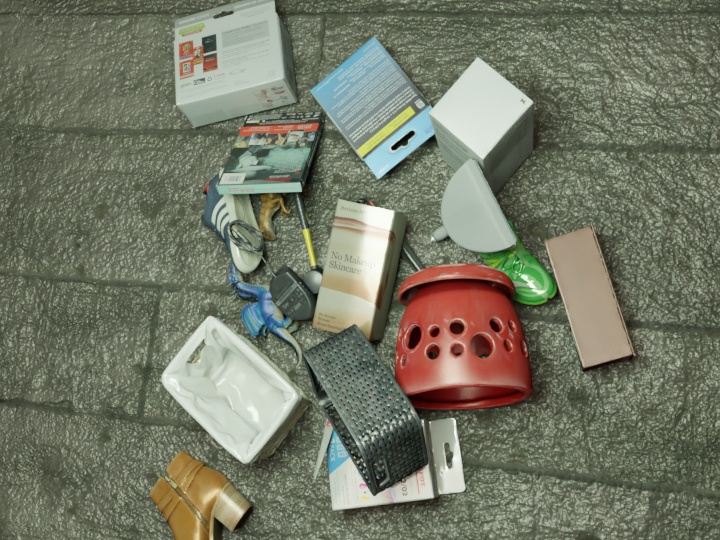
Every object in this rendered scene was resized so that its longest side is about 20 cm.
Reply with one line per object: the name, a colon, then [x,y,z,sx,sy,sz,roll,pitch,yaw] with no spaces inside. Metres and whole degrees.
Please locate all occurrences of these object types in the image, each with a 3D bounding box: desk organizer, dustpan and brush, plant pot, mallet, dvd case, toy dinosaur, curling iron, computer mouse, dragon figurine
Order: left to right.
dragon figurine: [-0.156,0.079,1.293,0.098,0.059,0.204,-22,74,8]
dvd case: [-0.145,-0.198,1.311,0.143,0.022,0.202,-1,43,12]
computer mouse: [-0.138,-0.002,1.248,0.058,0.034,0.201,-40,86,23]
toy dinosaur: [-0.146,-0.157,1.339,0.104,0.060,0.205,-4,77,13]
mallet: [-0.088,-0.058,1.274,0.040,0.066,0.204,-13,96,11]
curling iron: [0.052,-0.045,1.289,0.200,0.025,0.050,46,103,15]
plant pot: [0.147,0.099,1.153,0.196,0.201,0.186,-4,70,12]
dustpan and brush: [0.154,-0.075,1.195,0.057,0.199,0.142,-26,87,-39]
desk organizer: [0.340,0.043,1.182,0.076,0.072,0.204,-17,75,11]

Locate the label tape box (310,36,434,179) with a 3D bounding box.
label tape box: [0.031,-0.263,1.319,0.142,0.066,0.201,-38,76,3]

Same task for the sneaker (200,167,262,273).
sneaker: [-0.223,-0.072,1.329,0.084,0.075,0.203,-29,56,23]

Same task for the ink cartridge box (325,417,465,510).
ink cartridge box: [0.053,0.290,1.197,0.196,0.068,0.118,-10,76,11]

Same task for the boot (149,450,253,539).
boot: [-0.281,0.404,1.251,0.153,0.074,0.201,33,75,15]

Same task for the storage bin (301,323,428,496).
storage bin: [0.006,0.195,1.122,0.092,0.137,0.201,-26,48,-12]

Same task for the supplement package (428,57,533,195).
supplement package: [0.188,-0.209,1.200,0.109,0.200,0.114,43,89,17]

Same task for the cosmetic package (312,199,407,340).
cosmetic package: [0.000,0.000,1.243,0.101,0.087,0.205,11,90,17]

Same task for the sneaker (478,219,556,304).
sneaker: [0.219,-0.027,1.216,0.074,0.084,0.201,-41,73,2]

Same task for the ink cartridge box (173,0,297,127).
ink cartridge box: [-0.220,-0.367,1.383,0.196,0.084,0.179,-11,70,10]

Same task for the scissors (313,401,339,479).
scissors: [-0.038,0.223,1.206,0.072,0.014,0.202,-11,43,10]

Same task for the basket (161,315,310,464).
basket: [-0.189,0.189,1.245,0.199,0.123,0.136,39,88,16]
